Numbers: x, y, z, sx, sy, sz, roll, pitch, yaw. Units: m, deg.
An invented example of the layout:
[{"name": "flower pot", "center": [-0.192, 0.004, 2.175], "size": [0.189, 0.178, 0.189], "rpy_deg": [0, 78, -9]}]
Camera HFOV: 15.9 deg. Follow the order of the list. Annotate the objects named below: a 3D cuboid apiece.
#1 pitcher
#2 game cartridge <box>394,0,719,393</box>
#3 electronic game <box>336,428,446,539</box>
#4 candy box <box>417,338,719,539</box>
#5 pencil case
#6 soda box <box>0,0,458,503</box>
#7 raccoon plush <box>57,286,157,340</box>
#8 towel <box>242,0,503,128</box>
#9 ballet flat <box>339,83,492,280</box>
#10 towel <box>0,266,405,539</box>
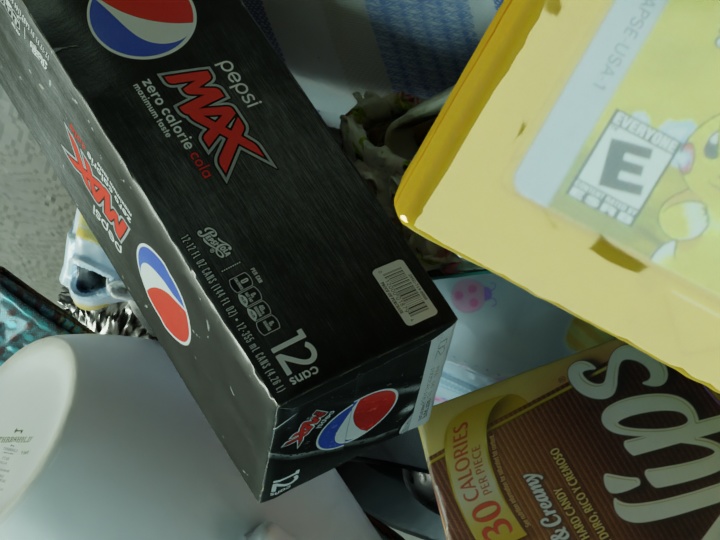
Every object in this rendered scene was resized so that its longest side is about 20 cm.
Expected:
[{"name": "pitcher", "center": [-0.032, 0.104, 0.874], "size": [0.200, 0.121, 0.172], "rpy_deg": [35, 157, -28]}, {"name": "game cartridge", "center": [0.129, -0.055, 0.661], "size": [0.176, 0.032, 0.200], "rpy_deg": [27, 119, -4]}, {"name": "electronic game", "center": [0.056, 0.081, 0.992], "size": [0.200, 0.042, 0.200], "rpy_deg": [16, 166, 4]}, {"name": "candy box", "center": [0.126, 0.066, 0.780], "size": [0.200, 0.117, 0.056], "rpy_deg": [-22, 137, 7]}, {"name": "pencil case", "center": [0.000, 0.000, 0.875], "size": [0.200, 0.091, 0.083], "rpy_deg": [16, 115, 4]}, {"name": "soda box", "center": [-0.051, -0.033, 0.794], "size": [0.200, 0.063, 0.071], "rpy_deg": [57, 159, 22]}, {"name": "raccoon plush", "center": [-0.102, 0.048, 0.993], "size": [0.097, 0.134, 0.200], "rpy_deg": [15, 149, 19]}, {"name": "towel", "center": [0.044, -0.084, 0.787], "size": [0.200, 0.024, 0.147], "rpy_deg": [10, 147, 23]}, {"name": "ballet flat", "center": [0.069, -0.035, 0.760], "size": [0.200, 0.076, 0.064], "rpy_deg": [-8, 108, 36]}, {"name": "towel", "center": [-0.101, 0.105, 0.977], "size": [0.200, 0.022, 0.147], "rpy_deg": [37, 107, -20]}]
